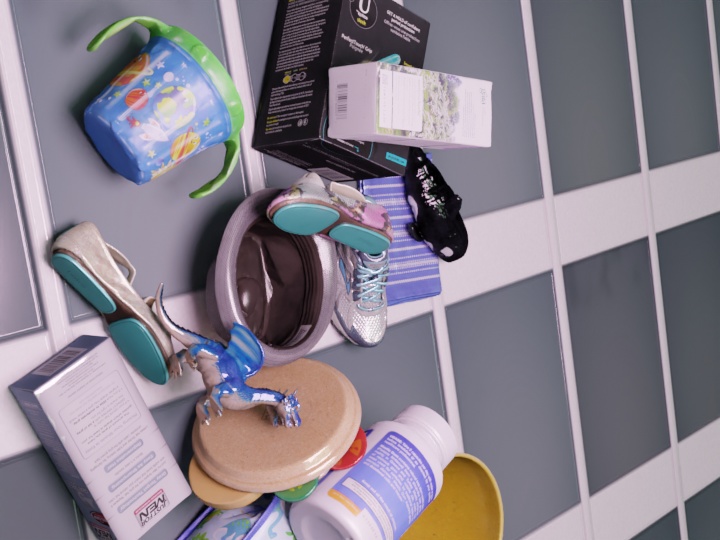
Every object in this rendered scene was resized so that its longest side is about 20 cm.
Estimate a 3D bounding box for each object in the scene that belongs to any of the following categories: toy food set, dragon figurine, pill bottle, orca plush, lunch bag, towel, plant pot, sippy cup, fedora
[{"bbox_3d":[-0.090,0.175,1.178,0.201,0.197,0.049,-88,169,-50],"label":"toy food set"},{"bbox_3d":[-0.142,0.096,1.119,0.099,0.059,0.201,-28,83,-41],"label":"dragon figurine"},{"bbox_3d":[0.022,0.241,1.189,0.200,0.112,0.113,-38,115,-40],"label":"pill bottle"},{"bbox_3d":[0.113,-0.104,1.424,0.105,0.071,0.201,-22,104,-45],"label":"orca plush"},{"bbox_3d":[-0.103,0.330,1.208,0.200,0.127,0.170,-45,119,-22],"label":"lunch bag"},{"bbox_3d":[0.056,-0.056,1.425,0.144,0.024,0.201,-8,96,-44],"label":"towel"},{"bbox_3d":[0.067,0.326,1.356,0.199,0.142,0.201,0,89,-43],"label":"plant pot"},{"bbox_3d":[-0.212,-0.164,1.108,0.178,0.140,0.130,43,68,9],"label":"sippy cup"},{"bbox_3d":[-0.114,0.012,1.218,0.176,0.090,0.201,10,77,-44],"label":"fedora"}]

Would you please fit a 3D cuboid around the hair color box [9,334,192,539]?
[{"bbox_3d":[-0.266,0.177,1.098,0.099,0.060,0.201,-38,115,-36],"label":"hair color box"}]

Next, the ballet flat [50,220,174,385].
[{"bbox_3d":[-0.244,0.033,1.116,0.200,0.067,0.062,58,45,-27],"label":"ballet flat"}]

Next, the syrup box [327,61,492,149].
[{"bbox_3d":[0.061,-0.186,1.215,0.199,0.081,0.079,-1,93,-45],"label":"syrup box"}]

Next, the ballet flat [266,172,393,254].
[{"bbox_3d":[-0.037,-0.071,1.206,0.199,0.069,0.072,15,54,-47],"label":"ballet flat"}]

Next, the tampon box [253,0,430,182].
[{"bbox_3d":[-0.022,-0.226,1.280,0.149,0.126,0.201,19,76,-42],"label":"tampon box"}]

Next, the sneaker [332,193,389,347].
[{"bbox_3d":[0.000,0.000,1.321,0.077,0.086,0.201,-12,96,-24],"label":"sneaker"}]
